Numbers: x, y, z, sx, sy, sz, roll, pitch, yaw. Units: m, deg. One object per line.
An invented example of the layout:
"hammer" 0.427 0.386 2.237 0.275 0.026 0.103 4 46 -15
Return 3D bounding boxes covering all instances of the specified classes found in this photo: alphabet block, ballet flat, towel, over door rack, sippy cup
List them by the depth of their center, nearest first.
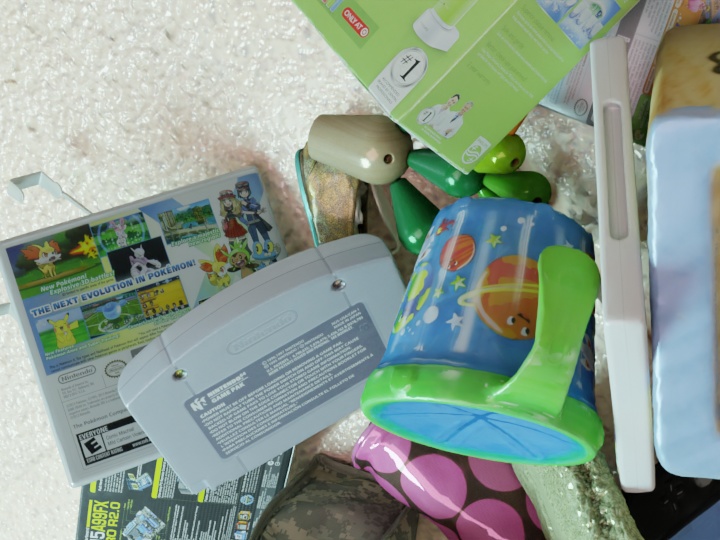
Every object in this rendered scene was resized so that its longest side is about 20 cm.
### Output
"alphabet block" 0.253 -0.020 0.652 0.195 0.200 0.197 1 113 14
"sippy cup" 0.078 0.033 0.708 0.178 0.140 0.131 -4 65 39
"towel" 0.143 0.166 0.778 0.036 0.148 0.200 -18 61 -5
"ballet flat" 0.000 0.000 0.887 0.071 0.071 0.201 0 110 26
"over door rack" -0.199 0.021 0.987 0.200 0.067 0.148 29 120 11

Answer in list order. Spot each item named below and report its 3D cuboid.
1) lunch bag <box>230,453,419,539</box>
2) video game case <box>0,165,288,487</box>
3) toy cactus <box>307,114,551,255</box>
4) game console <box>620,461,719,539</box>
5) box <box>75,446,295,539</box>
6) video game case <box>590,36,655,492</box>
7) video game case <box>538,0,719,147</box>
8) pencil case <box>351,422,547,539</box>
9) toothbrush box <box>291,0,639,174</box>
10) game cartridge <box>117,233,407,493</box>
"lunch bag" -0.042 0.265 0.931 0.117 0.200 0.164 13 116 21
"video game case" -0.140 0.037 0.889 0.022 0.200 0.183 138 113 -74
"toy cactus" 0.049 -0.077 0.800 0.165 0.102 0.200 15 122 20
"game console" 0.279 0.206 0.804 0.118 0.170 0.200 1 113 54
"box" -0.136 0.144 0.968 0.160 0.044 0.200 7 123 -10
"video game case" 0.149 0.003 0.697 0.023 0.182 0.200 -4 146 13
"video game case" 0.195 -0.144 0.757 0.200 0.018 0.143 24 118 16
"pencil case" 0.086 0.173 0.903 0.200 0.094 0.091 41 79 8
"toothbrush box" 0.072 -0.181 0.693 0.200 0.086 0.146 -47 54 13
"game cartridge" -0.055 0.061 0.830 0.200 0.041 0.133 -29 136 -4
